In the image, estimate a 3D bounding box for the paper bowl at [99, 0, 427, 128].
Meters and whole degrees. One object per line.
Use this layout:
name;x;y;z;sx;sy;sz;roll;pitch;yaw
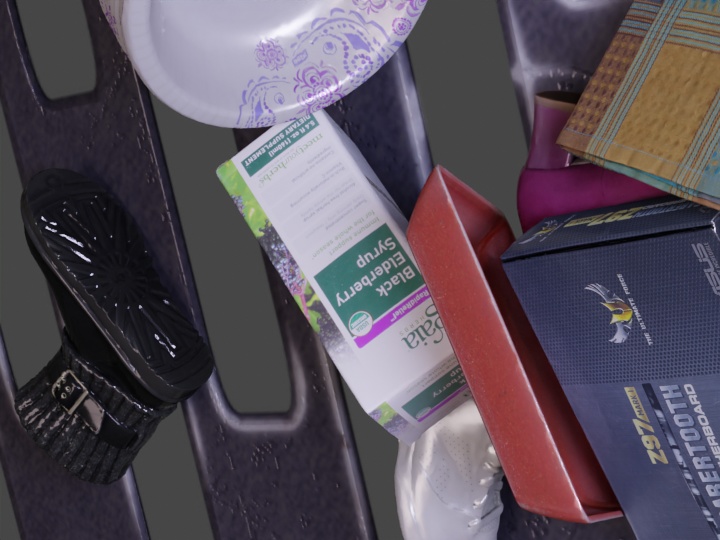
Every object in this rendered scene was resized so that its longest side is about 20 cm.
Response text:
paper bowl;-0.061;-0.193;1.086;0.105;0.199;0.202;58;137;38

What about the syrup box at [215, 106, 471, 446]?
syrup box;0.000;0.000;1.134;0.078;0.081;0.201;-36;62;6

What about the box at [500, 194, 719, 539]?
box;0.180;0.058;0.984;0.157;0.051;0.201;-8;113;51

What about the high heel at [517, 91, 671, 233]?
high heel;0.169;-0.034;1.016;0.199;0.067;0.097;24;117;48

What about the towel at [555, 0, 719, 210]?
towel;0.187;-0.103;0.919;0.148;0.022;0.200;-60;29;-1

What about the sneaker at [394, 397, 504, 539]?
sneaker;0.071;0.118;1.169;0.088;0.075;0.202;-5;101;31

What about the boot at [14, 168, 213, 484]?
boot;-0.215;0.046;1.389;0.158;0.079;0.212;-42;77;42

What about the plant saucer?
plant saucer;0.087;0.052;1.030;0.036;0.200;0.201;-25;78;10
